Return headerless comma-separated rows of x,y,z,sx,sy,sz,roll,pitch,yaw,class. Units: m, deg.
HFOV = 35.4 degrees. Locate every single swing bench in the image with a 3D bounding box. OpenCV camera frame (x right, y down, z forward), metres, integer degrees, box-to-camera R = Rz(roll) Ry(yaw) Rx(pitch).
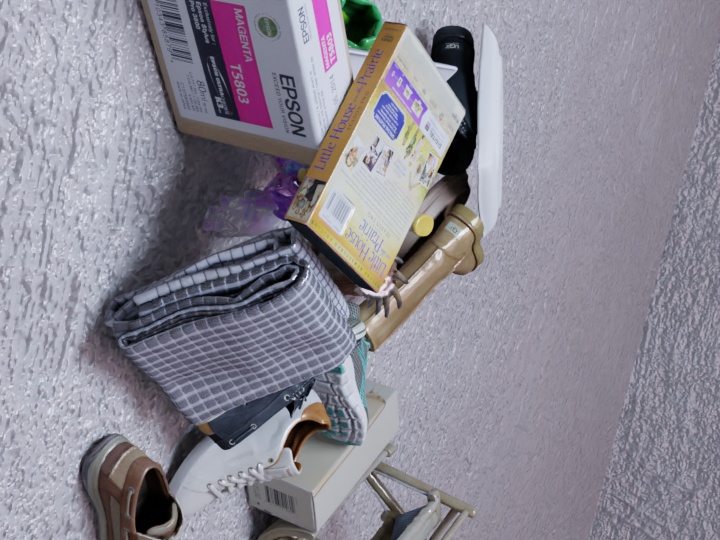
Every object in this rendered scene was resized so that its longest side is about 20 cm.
0.004,0.329,1.417,0.199,0.199,0.130,-40,163,-49,swing bench

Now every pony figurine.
-0.047,-0.096,1.131,0.192,0.199,0.168,6,103,-49,pony figurine

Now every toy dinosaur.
0.000,0.000,1.186,0.200,0.134,0.087,-32,115,-70,toy dinosaur

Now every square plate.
0.162,-0.170,1.407,0.200,0.028,0.200,71,21,-66,square plate

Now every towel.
-0.116,0.056,1.047,0.166,0.198,0.086,57,14,-59,towel

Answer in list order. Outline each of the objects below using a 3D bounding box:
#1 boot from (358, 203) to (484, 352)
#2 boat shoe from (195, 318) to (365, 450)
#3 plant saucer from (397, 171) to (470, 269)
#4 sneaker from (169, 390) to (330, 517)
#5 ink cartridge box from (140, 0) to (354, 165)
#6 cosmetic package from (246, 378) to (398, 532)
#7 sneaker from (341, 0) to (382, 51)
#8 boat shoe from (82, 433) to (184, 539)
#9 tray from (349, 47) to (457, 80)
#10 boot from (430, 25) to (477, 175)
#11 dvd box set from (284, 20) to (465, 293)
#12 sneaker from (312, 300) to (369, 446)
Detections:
0.066,0.020,1.407,0.200,0.066,0.175,-47,161,-12,boot
-0.078,0.113,1.149,0.199,0.075,0.063,-32,106,-7,boat shoe
0.079,-0.048,1.457,0.200,0.029,0.200,-48,171,-11,plant saucer
-0.117,0.202,1.192,0.200,0.085,0.073,-42,152,-6,sneaker
-0.096,-0.200,0.966,0.075,0.164,0.201,-52,147,-36,ink cartridge box
-0.044,0.216,1.384,0.200,0.103,0.074,-47,143,-44,cosmetic package
-0.013,-0.240,1.193,0.200,0.083,0.075,46,57,-62,sneaker
-0.212,0.246,1.103,0.076,0.071,0.201,-52,147,-35,boat shoe
0.001,-0.202,1.195,0.199,0.107,0.022,-1,64,-42,tray
0.111,-0.179,1.413,0.201,0.076,0.169,84,12,-53,boot
0.019,-0.098,1.014,0.146,0.029,0.201,42,70,-53,dvd box set
-0.016,0.116,1.281,0.091,0.077,0.201,-55,151,-40,sneaker
